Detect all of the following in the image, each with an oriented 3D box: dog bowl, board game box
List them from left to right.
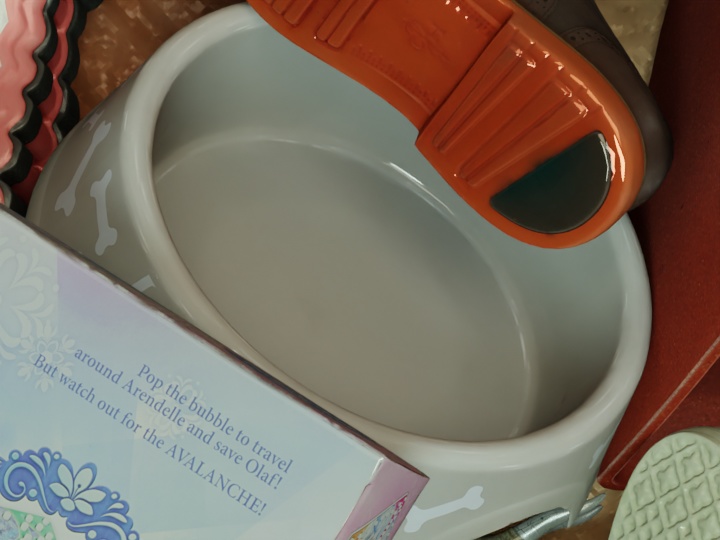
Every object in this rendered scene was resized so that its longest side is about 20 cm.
[{"bbox_3d":[-0.116,0.088,0.718,0.200,0.043,0.199,32,91,23],"label":"board game box"},{"bbox_3d":[0.000,0.000,0.807,0.200,0.059,0.200,17,47,-19],"label":"dog bowl"}]

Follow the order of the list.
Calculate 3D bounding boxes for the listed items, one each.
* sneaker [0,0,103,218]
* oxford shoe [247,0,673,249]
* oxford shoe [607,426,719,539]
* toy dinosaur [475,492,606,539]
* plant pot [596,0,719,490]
[{"bbox_3d":[-0.131,-0.086,0.845,0.087,0.074,0.201,5,72,12],"label":"sneaker"},{"bbox_3d":[0.018,-0.092,0.817,0.071,0.073,0.200,-42,82,30],"label":"oxford shoe"},{"bbox_3d":[0.094,0.145,0.826,0.058,0.075,0.201,10,103,-42],"label":"oxford shoe"},{"bbox_3d":[-0.023,0.093,0.815,0.200,0.077,0.103,20,80,-33],"label":"toy dinosaur"},{"bbox_3d":[0.185,-0.041,0.835,0.199,0.200,0.177,0,69,-9],"label":"plant pot"}]
